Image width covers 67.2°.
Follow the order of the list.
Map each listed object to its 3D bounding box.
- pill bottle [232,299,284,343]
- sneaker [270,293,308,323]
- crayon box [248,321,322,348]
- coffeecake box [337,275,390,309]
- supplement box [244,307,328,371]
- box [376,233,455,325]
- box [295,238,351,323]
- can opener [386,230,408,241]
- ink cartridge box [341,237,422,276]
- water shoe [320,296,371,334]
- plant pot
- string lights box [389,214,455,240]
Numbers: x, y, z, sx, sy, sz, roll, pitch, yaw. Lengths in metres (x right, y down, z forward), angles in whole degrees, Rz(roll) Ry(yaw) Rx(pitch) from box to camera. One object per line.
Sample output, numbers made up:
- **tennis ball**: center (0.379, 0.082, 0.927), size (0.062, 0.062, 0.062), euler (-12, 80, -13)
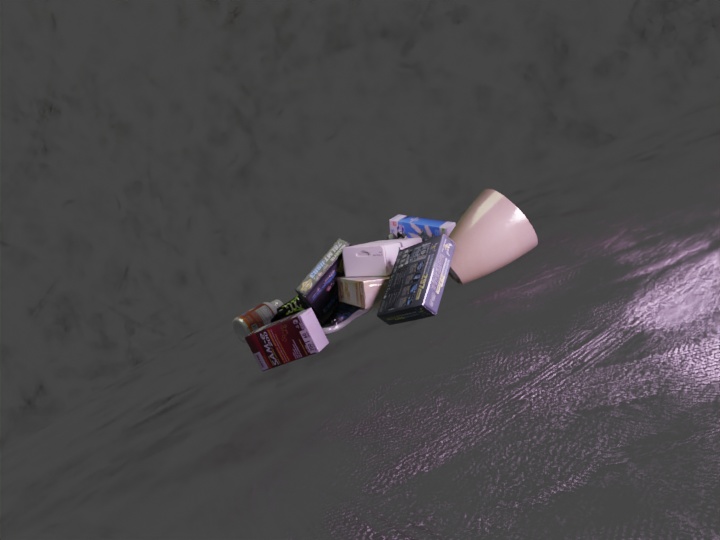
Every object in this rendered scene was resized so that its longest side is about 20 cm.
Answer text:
- **pill bottle**: center (-0.388, 0.193, 2.114), size (0.200, 0.112, 0.112), euler (-30, 7, -38)
- **sneaker**: center (-0.214, 0.131, 1.674), size (0.083, 0.072, 0.200), euler (-3, -32, -43)
- **crayon box**: center (-0.221, 0.203, 1.631), size (0.200, 0.052, 0.126), euler (-23, 6, 21)
- **coffeecake box**: center (0.043, 0.049, 1.460), size (0.153, 0.073, 0.200), euler (-7, 5, -21)
- **supplement box**: center (-0.195, 0.183, 1.421), size (0.200, 0.109, 0.061), euler (-23, 7, 29)
- **box**: center (0.131, 0.023, 1.273), size (0.158, 0.051, 0.200), euler (-21, 41, 49)
- **box**: center (-0.076, 0.040, 1.568), size (0.050, 0.199, 0.200), euler (29, 71, 33)
- **can opener**: center (0.156, -0.043, 1.611), size (0.066, 0.200, 0.053), euler (-35, -33, -11)
- **ink cartridge box**: center (0.064, -0.038, 1.510), size (0.146, 0.084, 0.200), euler (-2, 8, 37)
- **water shoe**: center (-0.056, 0.116, 1.559), size (0.200, 0.079, 0.071), euler (-30, 7, -34)
- **plant pot**: center (0.292, -0.064, 1.326), size (0.200, 0.187, 0.187), euler (-41, 7, -4)
- **string lights box**: center (0.190, -0.105, 1.666), size (0.200, 0.103, 0.059), euler (12, 29, 33)
